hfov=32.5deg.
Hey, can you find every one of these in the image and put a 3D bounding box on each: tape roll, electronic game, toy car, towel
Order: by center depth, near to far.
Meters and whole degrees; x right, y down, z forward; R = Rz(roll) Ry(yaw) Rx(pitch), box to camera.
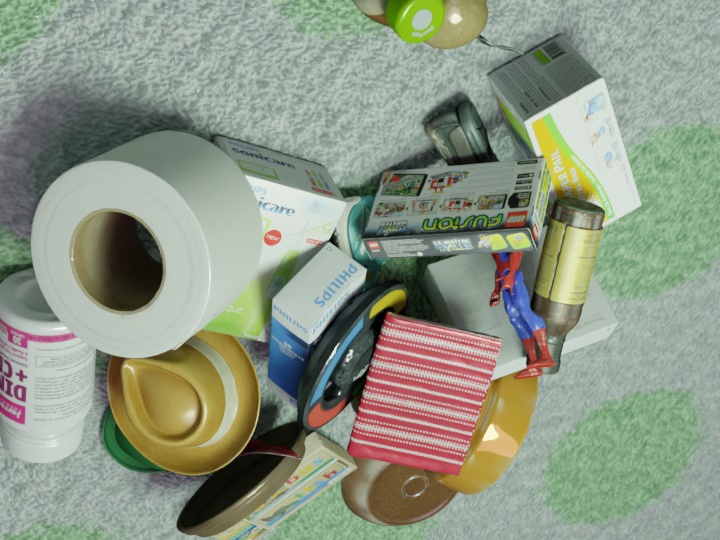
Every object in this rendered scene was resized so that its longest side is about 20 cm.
[{"bbox_3d":[0.094,-0.289,1.252,0.158,0.165,0.199,-46,137,14],"label":"toy car"},{"bbox_3d":[-0.215,-0.029,1.258,0.200,0.139,0.206,6,109,17],"label":"tape roll"},{"bbox_3d":[-0.008,0.098,1.420,0.200,0.041,0.201,-50,162,-22],"label":"electronic game"},{"bbox_3d":[0.072,0.147,1.437,0.143,0.023,0.202,12,117,-7],"label":"towel"}]

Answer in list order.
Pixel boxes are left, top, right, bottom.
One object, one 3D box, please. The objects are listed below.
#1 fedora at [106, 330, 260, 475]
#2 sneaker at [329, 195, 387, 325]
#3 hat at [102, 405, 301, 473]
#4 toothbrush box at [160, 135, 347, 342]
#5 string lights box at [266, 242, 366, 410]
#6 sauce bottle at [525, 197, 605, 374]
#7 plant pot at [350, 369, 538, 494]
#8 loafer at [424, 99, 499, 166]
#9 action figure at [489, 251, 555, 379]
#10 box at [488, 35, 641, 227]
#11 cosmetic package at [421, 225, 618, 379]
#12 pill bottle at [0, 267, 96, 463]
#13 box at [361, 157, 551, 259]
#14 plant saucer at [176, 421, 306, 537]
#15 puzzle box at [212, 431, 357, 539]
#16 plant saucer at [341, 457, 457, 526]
[{"bbox_3d":[-0.215,0.141,1.411,0.200,0.201,0.082,-43,171,11],"label":"fedora"},{"bbox_3d":[0.000,0.000,1.474,0.079,0.078,0.202,-23,132,-21],"label":"sneaker"},{"bbox_3d":[-0.208,0.225,1.479,0.164,0.177,0.201,16,117,-32],"label":"hat"},{"bbox_3d":[-0.127,-0.031,1.388,0.144,0.086,0.202,14,117,-30],"label":"toothbrush box"},{"bbox_3d":[-0.052,0.070,1.421,0.103,0.059,0.201,-46,161,-29],"label":"string lights box"},{"bbox_3d":[0.229,0.019,1.415,0.064,0.065,0.203,4,110,-24],"label":"sauce bottle"},{"bbox_3d":[0.095,0.155,1.559,0.182,0.201,0.201,26,113,-17],"label":"plant pot"},{"bbox_3d":[0.137,-0.110,1.461,0.062,0.072,0.201,-17,125,16],"label":"loafer"},{"bbox_3d":[0.172,0.019,1.407,0.051,0.203,0.066,-6,160,-11],"label":"action figure"},{"bbox_3d":[0.240,-0.149,1.436,0.100,0.113,0.201,-28,131,0],"label":"box"},{"bbox_3d":[0.194,0.039,1.514,0.198,0.152,0.052,-17,155,-16],"label":"cosmetic package"},{"bbox_3d":[-0.352,0.108,1.377,0.112,0.114,0.202,-2,125,-20],"label":"pill bottle"},{"bbox_3d":[0.107,-0.069,1.380,0.197,0.111,0.035,-2,138,25],"label":"box"},{"bbox_3d":[-0.143,0.262,1.528,0.199,0.200,0.030,-36,100,5],"label":"plant saucer"},{"bbox_3d":[-0.109,0.294,1.639,0.199,0.026,0.133,-37,151,6],"label":"puzzle box"},{"bbox_3d":[0.072,0.294,1.737,0.198,0.037,0.203,-11,126,-15],"label":"plant saucer"}]
